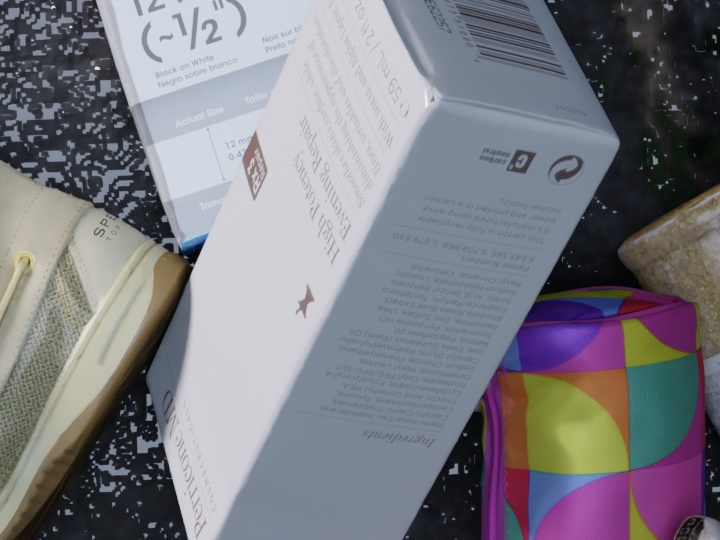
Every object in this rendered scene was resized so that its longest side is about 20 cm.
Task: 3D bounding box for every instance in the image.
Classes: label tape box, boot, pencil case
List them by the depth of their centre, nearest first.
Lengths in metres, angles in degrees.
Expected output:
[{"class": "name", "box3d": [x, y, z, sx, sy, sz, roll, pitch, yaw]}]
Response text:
[{"class": "pencil case", "box3d": [0.076, 0.100, 0.853, 0.088, 0.088, 0.202, -5, 98, -1]}, {"class": "boot", "box3d": [-0.174, 0.040, 0.869, 0.155, 0.073, 0.201, 34, 91, 3]}, {"class": "label tape box", "box3d": [-0.028, -0.122, 0.882, 0.142, 0.066, 0.201, -18, 90, -2]}]

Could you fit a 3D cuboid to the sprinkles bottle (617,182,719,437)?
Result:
[{"class": "sprinkles bottle", "box3d": [0.166, 0.063, 0.878, 0.068, 0.068, 0.201, -29, 89, -2]}]

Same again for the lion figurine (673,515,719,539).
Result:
[{"class": "lion figurine", "box3d": [0.178, 0.103, 0.796, 0.122, 0.073, 0.200, 38, 121, -23]}]

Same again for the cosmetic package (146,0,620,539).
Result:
[{"class": "cosmetic package", "box3d": [0.000, 0.000, 0.807, 0.074, 0.102, 0.201, 11, 124, -26]}]
